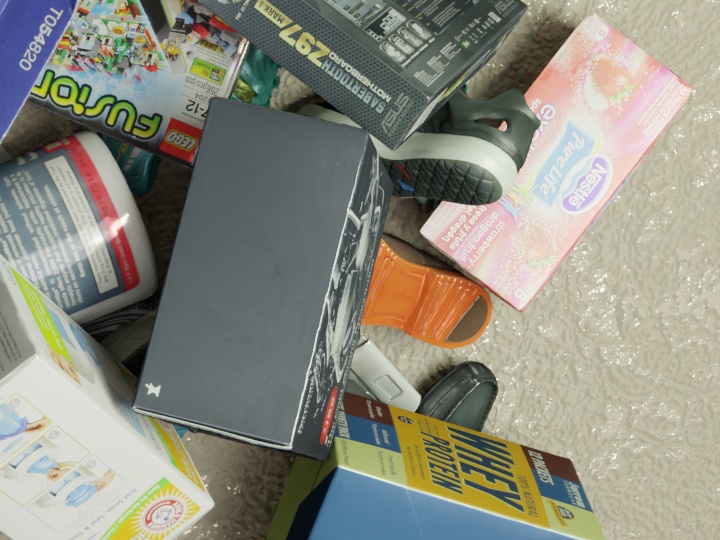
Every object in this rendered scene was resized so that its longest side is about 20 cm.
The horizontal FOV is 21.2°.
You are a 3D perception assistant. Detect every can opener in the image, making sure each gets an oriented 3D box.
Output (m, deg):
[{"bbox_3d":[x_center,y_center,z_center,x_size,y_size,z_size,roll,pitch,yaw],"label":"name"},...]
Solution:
[{"bbox_3d":[-0.026,0.054,1.413,0.053,0.067,0.200,-30,115,21],"label":"can opener"}]

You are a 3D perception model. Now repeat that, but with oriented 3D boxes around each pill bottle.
[{"bbox_3d":[-0.243,-0.001,1.246,0.199,0.120,0.120,-24,116,-15],"label":"pill bottle"}]

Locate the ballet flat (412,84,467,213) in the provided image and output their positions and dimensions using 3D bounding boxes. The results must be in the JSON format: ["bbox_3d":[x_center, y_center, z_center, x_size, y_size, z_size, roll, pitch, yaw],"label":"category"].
[{"bbox_3d":[0.052,-0.142,1.378,0.074,0.074,0.201,11,103,-24],"label":"ballet flat"}]

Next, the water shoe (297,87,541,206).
[{"bbox_3d":[0.042,-0.096,1.325,0.079,0.200,0.072,-54,134,-19],"label":"water shoe"}]

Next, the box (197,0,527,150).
[{"bbox_3d":[0.006,-0.172,1.240,0.158,0.200,0.051,38,122,3],"label":"box"}]

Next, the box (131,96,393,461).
[{"bbox_3d":[-0.056,0.013,1.229,0.104,0.182,0.201,13,84,8],"label":"box"}]

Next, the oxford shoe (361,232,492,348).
[{"bbox_3d":[0.000,0.000,1.397,0.199,0.073,0.071,26,101,-31],"label":"oxford shoe"}]

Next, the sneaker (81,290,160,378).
[{"bbox_3d":[-0.207,0.080,1.318,0.200,0.086,0.078,-34,143,-1],"label":"sneaker"}]

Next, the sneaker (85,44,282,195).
[{"bbox_3d":[-0.090,-0.123,1.308,0.199,0.078,0.080,-31,86,2],"label":"sneaker"}]

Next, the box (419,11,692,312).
[{"bbox_3d":[0.141,-0.075,1.386,0.095,0.103,0.200,38,91,6],"label":"box"}]

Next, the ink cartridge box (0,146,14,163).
[{"bbox_3d":[-0.283,0.020,1.328,0.160,0.047,0.200,44,74,-27],"label":"ink cartridge box"}]

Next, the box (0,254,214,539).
[{"bbox_3d":[-0.196,0.097,1.191,0.101,0.113,0.200,-38,136,3],"label":"box"}]

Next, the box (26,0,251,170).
[{"bbox_3d":[-0.176,-0.152,1.252,0.199,0.035,0.110,22,98,-2],"label":"box"}]

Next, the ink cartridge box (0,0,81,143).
[{"bbox_3d":[-0.298,-0.136,1.182,0.200,0.200,0.041,-59,159,7],"label":"ink cartridge box"}]

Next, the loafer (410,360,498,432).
[{"bbox_3d":[0.054,0.164,1.475,0.068,0.070,0.201,19,104,-48],"label":"loafer"}]

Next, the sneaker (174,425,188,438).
[{"bbox_3d":[-0.157,0.099,1.380,0.076,0.081,0.200,39,74,-26],"label":"sneaker"}]

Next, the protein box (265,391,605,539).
[{"bbox_3d":[0.039,0.221,1.382,0.199,0.135,0.199,17,108,-12],"label":"protein box"}]
